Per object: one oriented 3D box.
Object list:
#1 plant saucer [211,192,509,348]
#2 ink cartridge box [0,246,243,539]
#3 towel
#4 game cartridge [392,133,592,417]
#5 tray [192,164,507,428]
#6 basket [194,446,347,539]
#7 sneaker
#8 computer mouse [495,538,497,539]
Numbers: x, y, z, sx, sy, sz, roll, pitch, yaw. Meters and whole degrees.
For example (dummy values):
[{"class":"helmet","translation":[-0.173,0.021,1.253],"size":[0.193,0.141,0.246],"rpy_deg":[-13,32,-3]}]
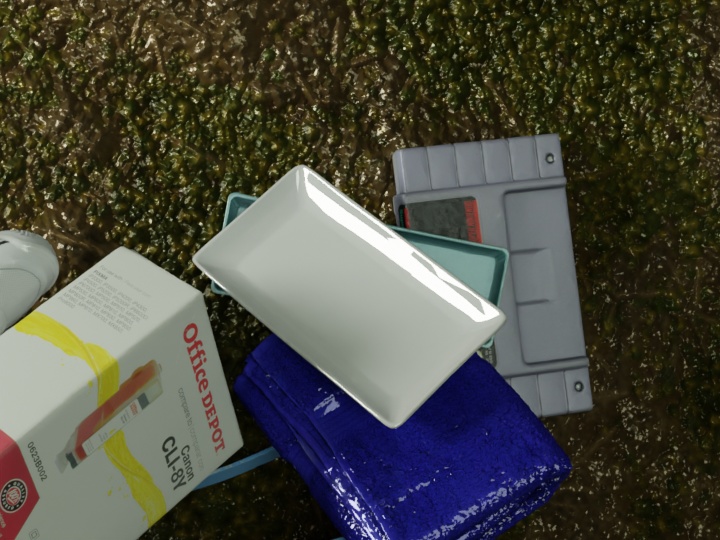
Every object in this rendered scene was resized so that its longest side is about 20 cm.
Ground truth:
[{"class":"plant saucer","translation":[0.000,0.000,1.170],"size":[0.198,0.019,0.071],"rpy_deg":[11,88,0]},{"class":"ink cartridge box","translation":[-0.177,0.103,1.047],"size":[0.200,0.083,0.146],"rpy_deg":[-40,140,-29]},{"class":"towel","translation":[0.023,0.095,1.082],"size":[0.147,0.050,0.200],"rpy_deg":[-35,58,-9]},{"class":"game cartridge","translation":[0.093,0.008,1.209],"size":[0.128,0.038,0.203],"rpy_deg":[-7,88,-19]},{"class":"tray","translation":[-0.009,0.016,1.104],"size":[0.107,0.022,0.199],"rpy_deg":[-42,58,-17]},{"class":"basket","translation":[-0.054,0.213,1.113],"size":[0.175,0.140,0.201],"rpy_deg":[-20,58,-16]},{"class":"sneaker","translation":[-0.263,0.064,1.066],"size":[0.199,0.075,0.115],"rpy_deg":[-33,51,-10]},{"class":"computer mouse","translation":[0.025,0.123,1.173],"size":[0.058,0.034,0.200],"rpy_deg":[-38,97,19]}]
